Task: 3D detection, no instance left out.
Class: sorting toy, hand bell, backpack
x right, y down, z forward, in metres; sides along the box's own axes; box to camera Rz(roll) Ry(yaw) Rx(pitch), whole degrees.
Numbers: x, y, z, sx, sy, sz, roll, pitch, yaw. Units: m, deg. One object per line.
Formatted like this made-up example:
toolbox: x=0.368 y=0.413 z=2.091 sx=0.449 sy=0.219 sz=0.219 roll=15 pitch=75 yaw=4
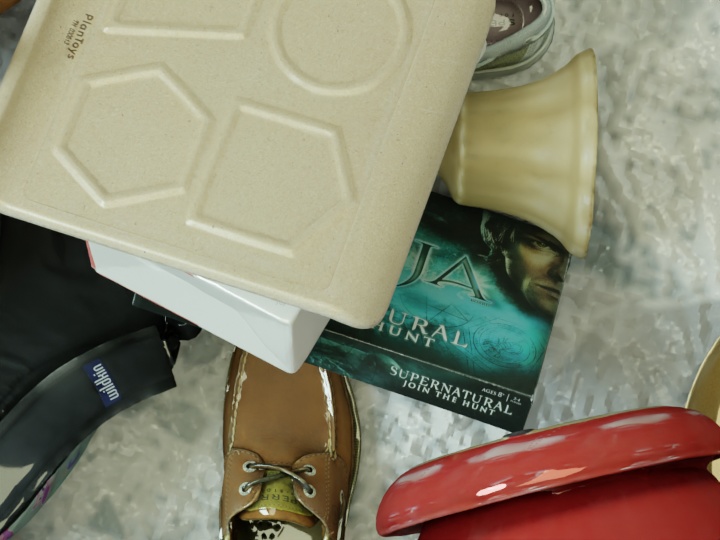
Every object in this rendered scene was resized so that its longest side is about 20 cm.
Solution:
sorting toy: x=-0.057 y=-0.082 z=1.356 sx=0.199 sy=0.037 sz=0.186 roll=19 pitch=69 yaw=4
hand bell: x=0.015 y=-0.062 z=1.473 sx=0.198 sy=0.104 sz=0.105 roll=2 pitch=88 yaw=0
backpack: x=-0.196 y=0.062 z=1.451 sx=0.166 sy=0.127 sz=0.201 roll=35 pitch=67 yaw=-5

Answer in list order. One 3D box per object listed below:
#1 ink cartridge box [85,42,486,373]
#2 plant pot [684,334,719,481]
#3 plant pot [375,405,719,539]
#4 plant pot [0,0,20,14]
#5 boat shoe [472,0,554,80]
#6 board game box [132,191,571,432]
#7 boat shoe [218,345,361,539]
ink cartridge box: x=-0.032 y=-0.068 z=1.401 sx=0.116 sy=0.068 sz=0.201 roll=26 pitch=69 yaw=12
plant pot: x=0.260 y=0.095 z=1.502 sx=0.199 sy=0.027 sz=0.202 roll=0 pitch=88 yaw=2
plant pot: x=0.112 y=0.167 z=1.419 sx=0.199 sy=0.200 sz=0.184 roll=-12 pitch=83 yaw=1
plant pot: x=-0.213 y=-0.196 z=1.414 sx=0.139 sy=0.200 sz=0.201 roll=-23 pitch=87 yaw=-15
boat shoe: x=-0.001 y=-0.119 z=1.497 sx=0.200 sy=0.065 sz=0.075 roll=-5 pitch=88 yaw=1
board game box: x=0.000 y=0.000 z=1.465 sx=0.199 sy=0.136 sz=0.028 roll=18 pitch=128 yaw=1
boat shoe: x=-0.036 y=0.116 z=1.487 sx=0.071 sy=0.068 sz=0.202 roll=-3 pitch=87 yaw=3
